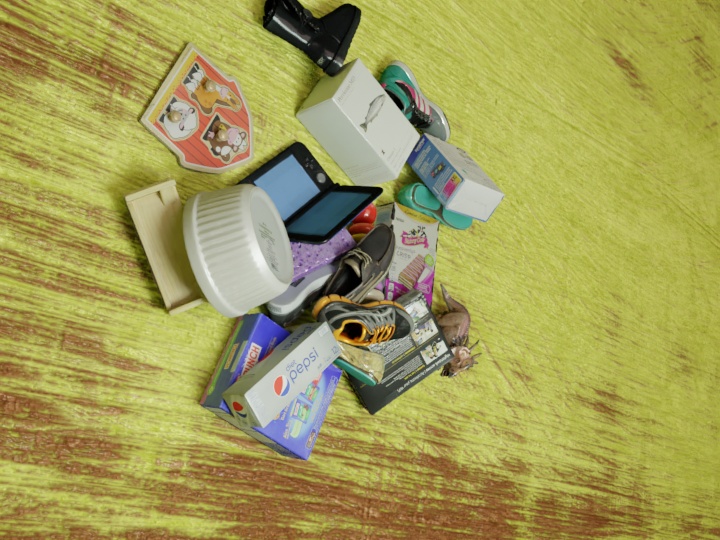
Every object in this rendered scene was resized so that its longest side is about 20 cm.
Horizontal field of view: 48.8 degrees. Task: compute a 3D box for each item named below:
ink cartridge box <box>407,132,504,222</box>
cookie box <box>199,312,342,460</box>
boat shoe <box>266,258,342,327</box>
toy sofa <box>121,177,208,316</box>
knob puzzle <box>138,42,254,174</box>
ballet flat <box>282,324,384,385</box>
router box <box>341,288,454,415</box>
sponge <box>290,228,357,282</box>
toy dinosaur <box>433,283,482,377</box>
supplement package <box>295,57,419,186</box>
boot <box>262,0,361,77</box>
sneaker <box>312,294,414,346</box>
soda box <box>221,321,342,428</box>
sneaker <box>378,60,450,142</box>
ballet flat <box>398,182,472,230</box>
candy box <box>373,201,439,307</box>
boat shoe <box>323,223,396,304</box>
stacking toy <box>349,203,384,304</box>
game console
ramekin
[{"bbox_3d":[0.185,-0.199,1.621,0.135,0.077,0.201,14,33,-42],"label":"ink cartridge box"},{"bbox_3d":[-0.146,0.195,1.331,0.199,0.075,0.173,40,60,-31],"label":"cookie box"},{"bbox_3d":[-0.100,0.033,1.411,0.200,0.068,0.057,-39,145,-45],"label":"boat shoe"},{"bbox_3d":[-0.297,-0.036,1.236,0.082,0.097,0.203,-22,100,-16],"label":"toy sofa"},{"bbox_3d":[-0.248,-0.253,1.331,0.217,0.030,0.224,7,79,-42],"label":"knob puzzle"},{"bbox_3d":[-0.044,0.132,1.397,0.198,0.071,0.071,28,64,-8],"label":"ballet flat"},{"bbox_3d":[0.060,0.151,1.486,0.198,0.051,0.151,-32,107,-12],"label":"router box"},{"bbox_3d":[-0.108,-0.049,1.403,0.199,0.030,0.112,-27,79,-40],"label":"sponge"},{"bbox_3d":[0.190,0.129,1.603,0.085,0.134,0.203,25,68,-36],"label":"toy dinosaur"},{"bbox_3d":[-0.003,-0.273,1.497,0.200,0.116,0.118,46,57,-27],"label":"supplement package"},{"bbox_3d":[-0.090,-0.472,1.470,0.167,0.076,0.202,34,47,-22],"label":"boot"},{"bbox_3d":[0.012,0.099,1.373,0.197,0.078,0.079,7,122,-30],"label":"sneaker"},{"bbox_3d":[-0.122,0.163,1.262,0.200,0.068,0.064,-41,110,-38],"label":"soda box"},{"bbox_3d":[0.099,-0.316,1.615,0.200,0.083,0.121,49,50,-17],"label":"sneaker"},{"bbox_3d":[0.152,-0.136,1.648,0.198,0.070,0.069,20,82,-42],"label":"ballet flat"},{"bbox_3d":[0.086,-0.018,1.579,0.135,0.061,0.204,17,73,-39],"label":"candy box"},{"bbox_3d":[0.000,0.000,1.411,0.202,0.074,0.073,-59,162,-13],"label":"boat shoe"},{"bbox_3d":[0.005,-0.038,1.500,0.085,0.085,0.204,13,72,-40],"label":"stacking toy"},{"bbox_3d":[-0.088,-0.139,1.370,0.171,0.118,0.200,52,48,-6],"label":"game console"},{"bbox_3d":[-0.182,-0.038,1.233,0.200,0.103,0.203,-18,90,-78],"label":"ramekin"}]
